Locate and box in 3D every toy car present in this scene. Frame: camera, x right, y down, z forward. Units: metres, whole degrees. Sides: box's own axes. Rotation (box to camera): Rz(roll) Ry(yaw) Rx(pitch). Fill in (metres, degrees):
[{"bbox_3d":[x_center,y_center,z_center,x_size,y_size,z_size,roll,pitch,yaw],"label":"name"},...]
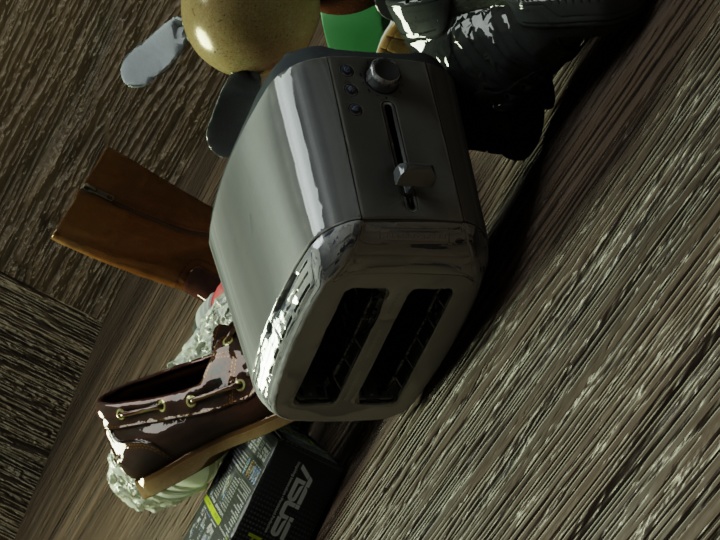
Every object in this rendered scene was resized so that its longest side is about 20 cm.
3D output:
[{"bbox_3d":[-0.062,-0.177,1.627,0.201,0.164,0.158,-53,-21,-1],"label":"toy car"}]

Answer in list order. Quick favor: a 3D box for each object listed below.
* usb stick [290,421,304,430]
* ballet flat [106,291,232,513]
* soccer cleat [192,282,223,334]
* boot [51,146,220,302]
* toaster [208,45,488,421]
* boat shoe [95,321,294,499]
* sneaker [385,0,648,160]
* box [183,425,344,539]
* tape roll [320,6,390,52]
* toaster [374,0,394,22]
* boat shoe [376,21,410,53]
[{"bbox_3d":[-0.032,0.039,1.651,0.056,0.032,0.201,-52,15,52],"label":"usb stick"},{"bbox_3d":[-0.101,0.092,1.518,0.201,0.071,0.072,-59,9,31],"label":"ballet flat"},{"bbox_3d":[-0.055,0.000,1.618,0.073,0.068,0.200,-38,13,21],"label":"soccer cleat"},{"bbox_3d":[-0.122,0.007,1.722,0.069,0.199,0.189,-55,12,43],"label":"boot"},{"bbox_3d":[-0.009,-0.010,1.267,0.201,0.113,0.130,118,147,-45],"label":"toaster"},{"bbox_3d":[-0.068,0.064,1.402,0.199,0.071,0.070,-27,3,24],"label":"boat shoe"},{"bbox_3d":[0.081,-0.106,1.271,0.199,0.105,0.060,4,35,46],"label":"sneaker"},{"bbox_3d":[-0.074,0.170,1.475,0.161,0.044,0.200,-65,8,-2],"label":"box"},{"bbox_3d":[0.016,-0.240,1.805,0.200,0.048,0.202,2,-90,-74],"label":"tape roll"},{"bbox_3d":[0.083,-0.216,1.404,0.182,0.118,0.200,-61,9,11],"label":"toaster"},{"bbox_3d":[0.064,-0.177,1.563,0.069,0.070,0.201,-79,14,-60],"label":"boat shoe"}]
